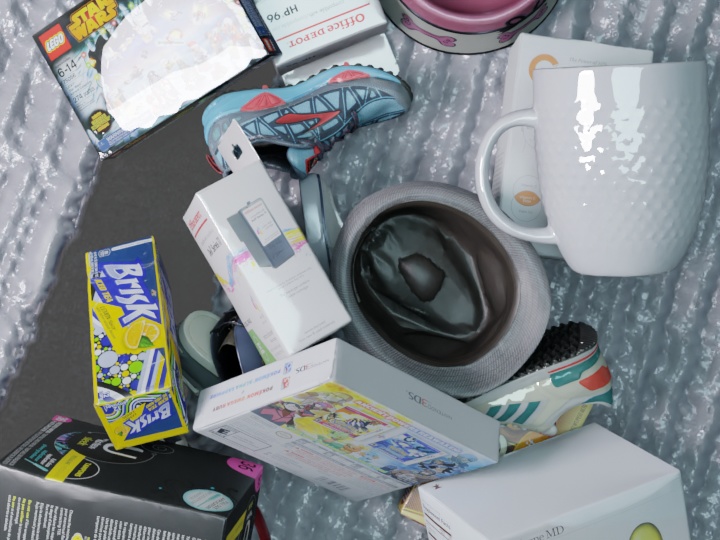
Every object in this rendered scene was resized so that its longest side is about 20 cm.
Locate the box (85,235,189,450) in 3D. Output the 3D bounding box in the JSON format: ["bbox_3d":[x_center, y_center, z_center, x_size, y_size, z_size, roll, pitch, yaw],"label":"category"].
[{"bbox_3d":[-0.202,0.061,1.323,0.070,0.200,0.064,-14,133,-1],"label":"box"}]

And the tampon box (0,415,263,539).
[{"bbox_3d":[-0.202,0.223,1.270,0.200,0.150,0.127,12,102,5],"label":"tampon box"}]

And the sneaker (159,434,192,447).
[{"bbox_3d":[-0.160,0.180,1.376,0.129,0.079,0.200,9,90,-2],"label":"sneaker"}]

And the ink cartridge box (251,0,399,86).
[{"bbox_3d":[-0.048,-0.262,1.386,0.116,0.068,0.200,-22,91,0],"label":"ink cartridge box"}]

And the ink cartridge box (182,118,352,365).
[{"bbox_3d":[-0.094,-0.020,1.278,0.067,0.117,0.200,-29,88,-15],"label":"ink cartridge box"}]

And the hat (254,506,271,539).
[{"bbox_3d":[-0.037,0.352,1.409,0.165,0.176,0.200,2,127,-3],"label":"hat"}]

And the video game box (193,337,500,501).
[{"bbox_3d":[-0.012,0.134,1.272,0.200,0.182,0.047,29,56,-35],"label":"video game box"}]

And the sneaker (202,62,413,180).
[{"bbox_3d":[-0.045,-0.125,1.369,0.200,0.079,0.096,-13,61,7],"label":"sneaker"}]

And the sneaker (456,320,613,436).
[{"bbox_3d":[0.134,0.122,1.331,0.199,0.070,0.093,-22,117,13],"label":"sneaker"}]

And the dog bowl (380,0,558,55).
[{"bbox_3d":[0.103,-0.308,1.387,0.200,0.074,0.201,0,89,-2],"label":"dog bowl"}]

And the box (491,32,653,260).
[{"bbox_3d":[0.192,-0.109,1.376,0.124,0.097,0.200,8,90,-1],"label":"box"}]

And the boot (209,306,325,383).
[{"bbox_3d":[-0.095,0.035,1.354,0.097,0.075,0.200,-15,85,-41],"label":"boot"}]

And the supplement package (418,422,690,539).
[{"bbox_3d":[0.180,0.273,1.304,0.191,0.147,0.200,-17,107,-18],"label":"supplement package"}]

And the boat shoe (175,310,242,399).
[{"bbox_3d":[-0.106,0.124,1.397,0.200,0.073,0.062,46,132,-7],"label":"boat shoe"}]

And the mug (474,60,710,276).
[{"bbox_3d":[0.197,-0.086,1.256,0.200,0.148,0.176,-3,97,0],"label":"mug"}]

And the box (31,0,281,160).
[{"bbox_3d":[-0.190,-0.210,1.365,0.200,0.040,0.137,-30,90,19],"label":"box"}]

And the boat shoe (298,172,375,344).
[{"bbox_3d":[0.000,0.001,1.383,0.086,0.075,0.202,-14,93,-1],"label":"boat shoe"}]

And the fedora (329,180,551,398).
[{"bbox_3d":[0.066,0.015,1.318,0.200,0.090,0.177,35,90,-1],"label":"fedora"}]

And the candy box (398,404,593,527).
[{"bbox_3d":[0.132,0.165,1.393,0.115,0.055,0.200,28,90,0],"label":"candy box"}]
